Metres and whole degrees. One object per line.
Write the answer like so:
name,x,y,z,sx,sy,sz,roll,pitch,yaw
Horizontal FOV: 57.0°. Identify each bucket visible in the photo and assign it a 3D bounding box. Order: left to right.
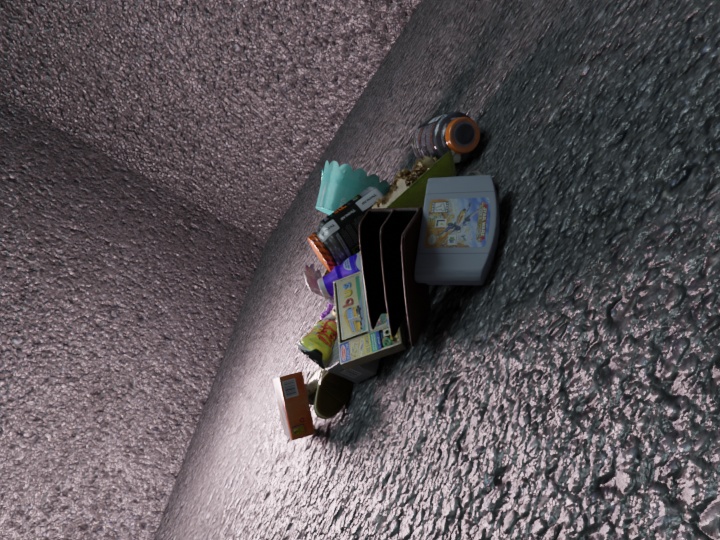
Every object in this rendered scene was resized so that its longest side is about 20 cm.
bucket,-0.027,-0.213,1.890,0.207,0.203,0.137,-161,91,-75

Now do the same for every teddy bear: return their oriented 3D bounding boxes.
teddy bear,0.108,-0.159,1.438,0.201,0.066,0.145,-54,53,17

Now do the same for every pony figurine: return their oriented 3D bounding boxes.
pony figurine,-0.047,0.064,1.600,0.199,0.166,0.195,-36,36,24

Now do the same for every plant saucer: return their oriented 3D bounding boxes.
plant saucer,0.120,-0.108,1.269,0.199,0.048,0.200,-42,-18,-1

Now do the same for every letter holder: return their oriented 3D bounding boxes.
letter holder,0.053,0.012,1.133,0.142,0.098,0.204,-56,-38,-61

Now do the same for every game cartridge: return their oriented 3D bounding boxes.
game cartridge,0.166,-0.072,1.110,0.130,0.042,0.204,-3,60,25

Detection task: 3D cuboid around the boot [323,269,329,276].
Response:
boot,-0.058,-0.036,1.922,0.203,0.072,0.155,-61,15,-2

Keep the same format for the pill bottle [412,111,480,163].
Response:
pill bottle,0.189,-0.284,1.440,0.108,0.105,0.200,-62,14,-1

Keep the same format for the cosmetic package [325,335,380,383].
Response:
cosmetic package,0.008,0.121,1.387,0.107,0.089,0.203,-43,27,58

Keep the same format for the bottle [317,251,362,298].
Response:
bottle,0.000,0.000,1.490,0.197,0.066,0.084,-25,34,8

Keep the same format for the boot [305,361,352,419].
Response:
boot,-0.080,0.267,1.465,0.155,0.071,0.202,-49,15,41

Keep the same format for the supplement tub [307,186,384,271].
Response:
supplement tub,-0.019,-0.094,1.554,0.198,0.124,0.122,-35,12,-8

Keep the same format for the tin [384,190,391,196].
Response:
tin,0.119,-0.191,1.575,0.111,0.042,0.200,-34,9,-13

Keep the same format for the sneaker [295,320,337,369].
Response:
sneaker,-0.084,0.147,1.442,0.091,0.078,0.200,-50,5,3

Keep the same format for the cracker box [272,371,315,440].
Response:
cracker box,-0.153,0.302,1.493,0.200,0.056,0.137,135,121,-75

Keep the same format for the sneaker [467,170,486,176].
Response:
sneaker,0.182,-0.101,1.184,0.078,0.081,0.203,-39,26,58

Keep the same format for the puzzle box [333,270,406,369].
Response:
puzzle box,0.013,0.085,1.309,0.131,0.025,0.203,-21,50,16
